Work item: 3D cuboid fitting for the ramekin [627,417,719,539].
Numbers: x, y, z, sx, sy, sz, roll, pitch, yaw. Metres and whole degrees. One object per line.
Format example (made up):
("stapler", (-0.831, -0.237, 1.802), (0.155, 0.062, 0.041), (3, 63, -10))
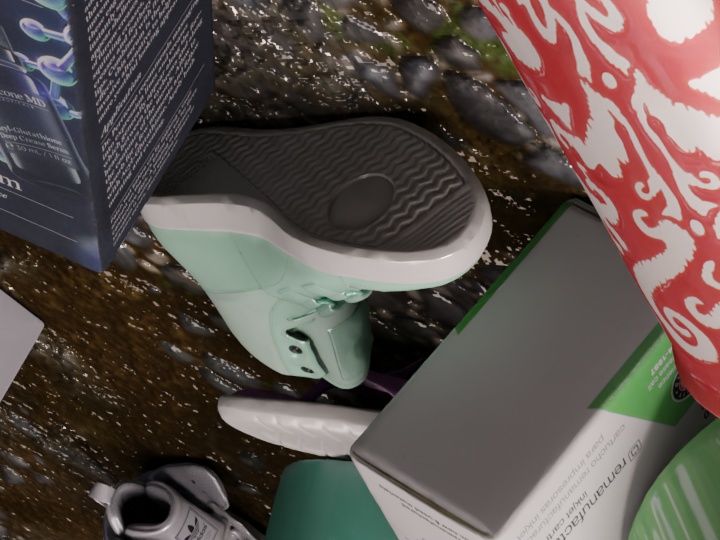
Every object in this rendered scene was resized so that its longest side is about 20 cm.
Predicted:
("ramekin", (0.199, 0.121, 0.922), (0.199, 0.098, 0.201), (-12, 137, -12))

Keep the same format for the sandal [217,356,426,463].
("sandal", (0.033, 0.069, 1.136), (0.202, 0.050, 0.082), (7, 163, 16))

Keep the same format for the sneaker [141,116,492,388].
("sneaker", (0.000, 0.000, 1.011), (0.200, 0.074, 0.118), (10, 143, 48))

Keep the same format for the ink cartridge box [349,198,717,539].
("ink cartridge box", (0.098, 0.094, 0.994), (0.084, 0.146, 0.200), (28, 158, 37))

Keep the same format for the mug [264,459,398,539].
("mug", (0.025, 0.176, 1.211), (0.151, 0.115, 0.185), (8, 164, 18))

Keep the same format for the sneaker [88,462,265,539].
("sneaker", (-0.070, 0.178, 1.376), (0.199, 0.075, 0.115), (20, 154, 22))

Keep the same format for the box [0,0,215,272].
("box", (-0.144, -0.114, 0.916), (0.148, 0.107, 0.200), (22, 151, 11))

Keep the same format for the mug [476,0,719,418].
("mug", (0.101, -0.061, 0.766), (0.177, 0.134, 0.200), (-2, 137, 41))

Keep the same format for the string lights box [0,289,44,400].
("string lights box", (-0.273, 0.040, 1.343), (0.103, 0.059, 0.200), (40, 150, -21))
